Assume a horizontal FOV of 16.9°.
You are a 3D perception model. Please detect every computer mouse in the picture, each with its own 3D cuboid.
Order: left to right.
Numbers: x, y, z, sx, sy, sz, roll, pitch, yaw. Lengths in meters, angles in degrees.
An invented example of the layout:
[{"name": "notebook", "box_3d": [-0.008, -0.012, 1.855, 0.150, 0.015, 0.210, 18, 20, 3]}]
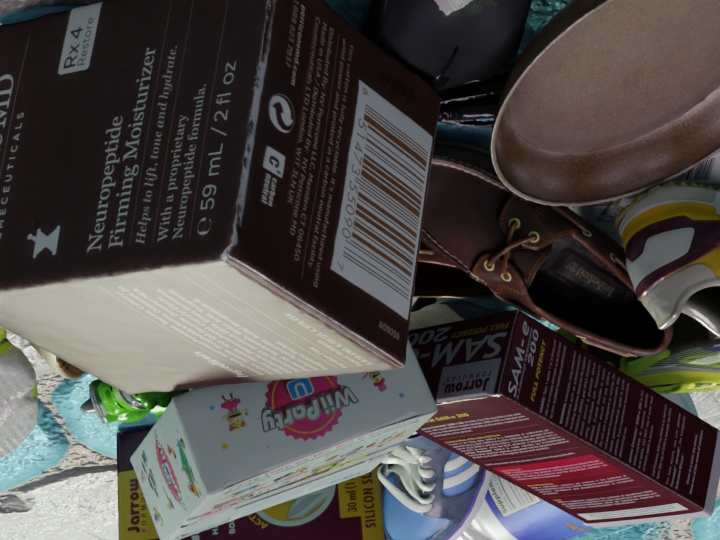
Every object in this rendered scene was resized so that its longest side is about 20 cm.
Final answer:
[{"name": "computer mouse", "box_3d": [0.051, -0.127, 1.326, 0.137, 0.053, 0.200, -1, 151, -5]}]

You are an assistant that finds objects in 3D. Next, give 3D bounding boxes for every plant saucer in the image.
[{"name": "plant saucer", "box_3d": [0.158, -0.111, 1.346, 0.199, 0.032, 0.201, -19, 148, -13]}]

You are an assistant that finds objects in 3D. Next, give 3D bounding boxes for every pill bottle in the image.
[{"name": "pill bottle", "box_3d": [0.140, 0.139, 1.759, 0.112, 0.113, 0.199, 23, 141, -40]}]

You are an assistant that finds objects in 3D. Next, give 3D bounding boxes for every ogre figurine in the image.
[{"name": "ogre figurine", "box_3d": [-0.100, 0.064, 1.587, 0.119, 0.200, 0.098, -18, 109, 41]}]

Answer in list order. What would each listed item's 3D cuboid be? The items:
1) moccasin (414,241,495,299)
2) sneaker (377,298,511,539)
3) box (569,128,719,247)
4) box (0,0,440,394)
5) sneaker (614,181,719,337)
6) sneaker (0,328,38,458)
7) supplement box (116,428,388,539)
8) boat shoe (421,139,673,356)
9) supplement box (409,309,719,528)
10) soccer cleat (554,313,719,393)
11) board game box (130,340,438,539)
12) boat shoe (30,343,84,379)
[{"name": "moccasin", "box_3d": [0.000, 0.001, 1.521, 0.200, 0.078, 0.074, -2, 154, -4]}, {"name": "sneaker", "box_3d": [0.031, 0.109, 1.634, 0.146, 0.080, 0.201, 1, 121, -50]}, {"name": "box", "box_3d": [0.212, -0.037, 1.527, 0.155, 0.041, 0.200, -1, 150, -5]}, {"name": "box", "box_3d": [-0.087, -0.041, 1.301, 0.199, 0.167, 0.164, -7, 155, 34]}, {"name": "sneaker", "box_3d": [0.247, 0.003, 1.460, 0.199, 0.091, 0.075, 0, 151, -24]}, {"name": "sneaker", "box_3d": [-0.263, 0.033, 1.514, 0.075, 0.105, 0.201, -29, 140, -12]}, {"name": "supplement box", "box_3d": [-0.073, 0.182, 1.786, 0.199, 0.132, 0.103, -9, 150, 5]}, {"name": "boat shoe", "box_3d": [0.104, -0.013, 1.460, 0.199, 0.070, 0.071, 27, 106, -11]}, {"name": "supplement box", "box_3d": [0.124, 0.097, 1.528, 0.199, 0.061, 0.108, 30, 153, -34]}, {"name": "soccer cleat", "box_3d": [0.197, 0.061, 1.587, 0.199, 0.065, 0.084, -16, 134, 20]}, {"name": "board game box", "box_3d": [-0.050, 0.101, 1.465, 0.147, 0.065, 0.200, -19, 171, -17]}, {"name": "boat shoe", "box_3d": [-0.205, 0.003, 1.518, 0.065, 0.072, 0.200, 27, 163, 21]}]
